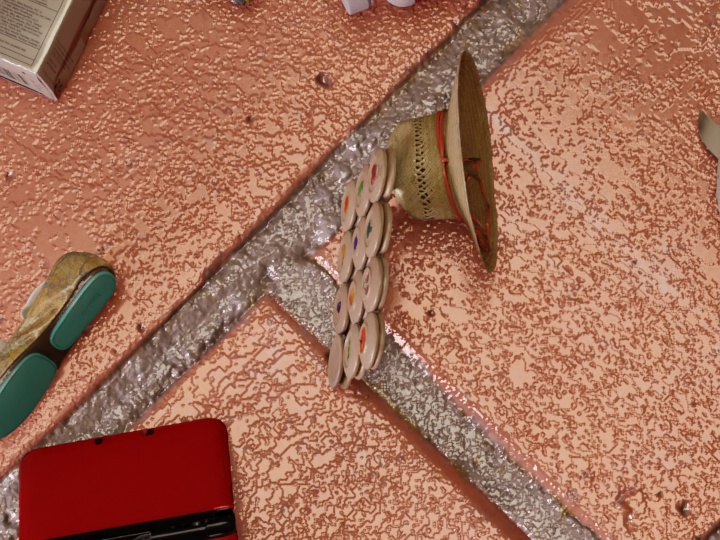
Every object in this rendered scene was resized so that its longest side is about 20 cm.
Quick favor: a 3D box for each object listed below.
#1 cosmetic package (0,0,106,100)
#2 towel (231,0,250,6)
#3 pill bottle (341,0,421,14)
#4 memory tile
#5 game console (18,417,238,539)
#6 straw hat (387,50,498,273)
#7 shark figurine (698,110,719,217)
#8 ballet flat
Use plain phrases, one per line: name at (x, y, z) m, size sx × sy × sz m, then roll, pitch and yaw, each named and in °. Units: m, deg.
cosmetic package at (-0.302, -0.281, 1.725) m, size 0.103 × 0.087 × 0.201 m, roll 24°, pitch 81°, yaw 9°
towel at (-0.117, -0.370, 1.716) m, size 0.143 × 0.023 × 0.201 m, roll 35°, pitch 89°, yaw -5°
pill bottle at (0.065, -0.320, 1.699) m, size 0.198 × 0.112 × 0.113 m, roll -22°, pitch 77°, yaw -2°
memory tile at (0.000, 0.000, 1.615) m, size 0.017 × 0.153 × 0.202 m, roll 7°, pitch 76°, yaw -14°
game console at (-0.206, 0.250, 1.638) m, size 0.198 × 0.119 × 0.174 m, roll -10°, pitch 108°, yaw 2°
straw hat at (0.068, -0.093, 1.619) m, size 0.084 × 0.201 × 0.203 m, roll -6°, pitch 77°, yaw 13°
shark figurine at (0.398, -0.138, 1.647) m, size 0.089 × 0.215 × 0.129 m, roll 11°, pitch 40°, yaw -31°
ballet flat at (-0.305, 0.067, 1.666) m, size 0.070 × 0.071 × 0.201 m, roll 34°, pitch 82°, yaw 10°
